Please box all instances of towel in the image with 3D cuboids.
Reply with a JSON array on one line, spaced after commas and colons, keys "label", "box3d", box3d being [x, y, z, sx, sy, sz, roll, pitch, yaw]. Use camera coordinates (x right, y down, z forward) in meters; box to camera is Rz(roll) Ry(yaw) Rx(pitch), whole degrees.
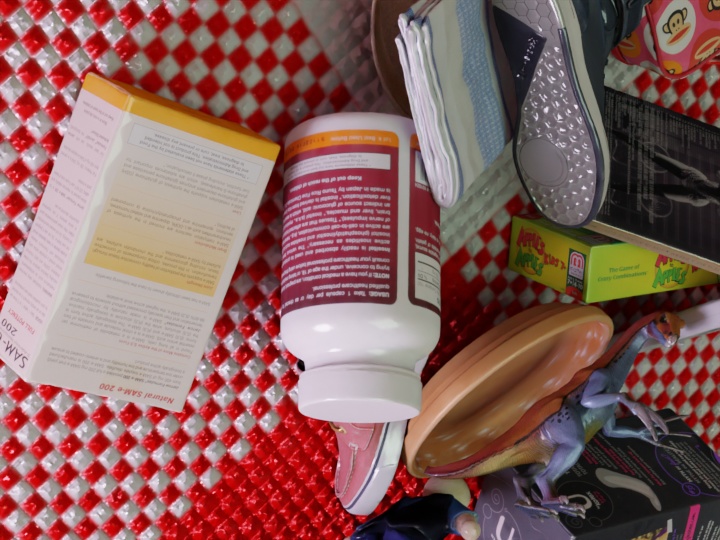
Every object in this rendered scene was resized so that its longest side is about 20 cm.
[{"label": "towel", "box3d": [0.092, -0.151, 1.163, 0.200, 0.024, 0.148, -45, 132, -44]}]

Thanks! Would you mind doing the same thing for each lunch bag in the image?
[{"label": "lunch bag", "box3d": [0.279, -0.248, 1.311, 0.200, 0.082, 0.177, -36, 125, -19]}]

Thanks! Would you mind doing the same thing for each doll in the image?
[{"label": "doll", "box3d": [0.033, 0.208, 1.292, 0.200, 0.136, 0.049, -24, 97, -57]}]

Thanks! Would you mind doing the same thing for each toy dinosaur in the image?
[{"label": "toy dinosaur", "box3d": [0.175, 0.102, 1.282, 0.199, 0.105, 0.182, 20, 72, -2]}]

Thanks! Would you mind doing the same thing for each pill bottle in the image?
[{"label": "pill bottle", "box3d": [0.000, 0.000, 1.150, 0.113, 0.113, 0.201, 13, 70, -37]}]

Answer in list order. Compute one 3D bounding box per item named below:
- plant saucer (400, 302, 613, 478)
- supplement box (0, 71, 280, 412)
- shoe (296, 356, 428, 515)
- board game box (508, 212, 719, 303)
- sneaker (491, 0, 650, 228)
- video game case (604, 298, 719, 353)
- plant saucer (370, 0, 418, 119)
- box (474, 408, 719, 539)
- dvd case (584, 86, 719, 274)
[{"label": "plant saucer", "box3d": [0.111, 0.089, 1.303, 0.200, 0.038, 0.200, -32, 158, -14]}, {"label": "supplement box", "box3d": [-0.153, -0.016, 1.112, 0.126, 0.073, 0.201, 17, 98, -38]}, {"label": "shoe", "box3d": [-0.010, 0.093, 1.262, 0.091, 0.072, 0.201, 10, 114, -15]}, {"label": "board game box", "box3d": [0.232, -0.020, 1.354, 0.199, 0.101, 0.048, -7, 109, -32]}, {"label": "sneaker", "box3d": [0.167, -0.146, 1.195, 0.146, 0.077, 0.203, -42, 130, -45]}, {"label": "video game case", "box3d": [0.320, 0.034, 1.387, 0.181, 0.200, 0.024, -12, 82, -30]}, {"label": "plant saucer", "box3d": [0.083, -0.196, 1.226, 0.199, 0.035, 0.201, -13, 114, -30]}, {"label": "box", "box3d": [0.211, 0.207, 1.405, 0.199, 0.122, 0.106, -7, 127, -31]}, {"label": "dvd case", "box3d": [0.258, -0.065, 1.299, 0.199, 0.149, 0.016, 18, 140, -11]}]
